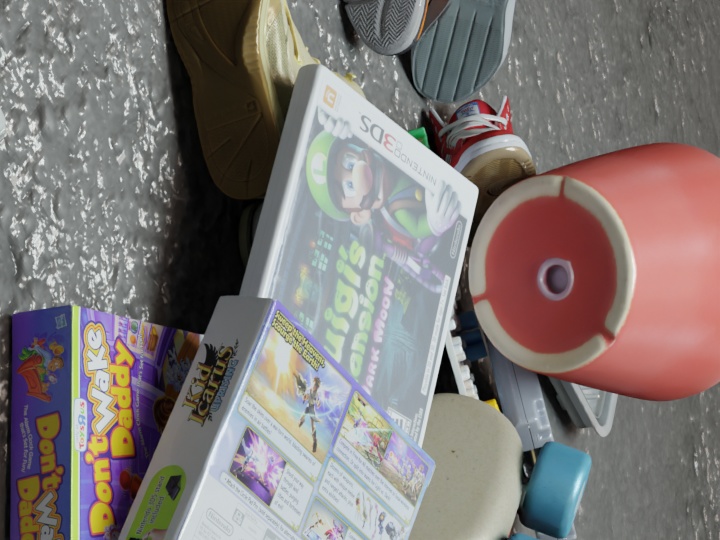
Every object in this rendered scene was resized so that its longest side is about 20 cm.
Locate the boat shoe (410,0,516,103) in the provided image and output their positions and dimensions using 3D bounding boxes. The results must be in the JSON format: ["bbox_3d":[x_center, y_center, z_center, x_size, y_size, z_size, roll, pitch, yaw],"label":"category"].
[{"bbox_3d":[0.093,-0.214,1.423,0.201,0.073,0.067,116,-7,-51],"label":"boat shoe"}]

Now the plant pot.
[{"bbox_3d":[0.185,0.002,1.369,0.176,0.199,0.203,-1,85,-53],"label":"plant pot"}]

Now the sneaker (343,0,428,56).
[{"bbox_3d":[0.037,-0.259,1.408,0.112,0.077,0.203,8,77,-60],"label":"sneaker"}]

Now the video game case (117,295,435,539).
[{"bbox_3d":[-0.046,0.143,1.049,0.200,0.045,0.183,48,55,-44],"label":"video game case"}]

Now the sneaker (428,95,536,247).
[{"bbox_3d":[0.093,-0.099,1.433,0.200,0.070,0.114,88,-6,-73],"label":"sneaker"}]

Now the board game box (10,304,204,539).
[{"bbox_3d":[-0.134,0.130,1.018,0.134,0.044,0.203,17,68,-57],"label":"board game box"}]

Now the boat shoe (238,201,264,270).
[{"bbox_3d":[-0.011,0.003,1.265,0.200,0.068,0.076,38,52,-54],"label":"boat shoe"}]

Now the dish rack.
[{"bbox_3d":[0.189,0.036,1.669,0.201,0.043,0.173,58,36,-39],"label":"dish rack"}]

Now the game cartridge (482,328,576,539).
[{"bbox_3d":[0.135,0.123,1.480,0.201,0.040,0.134,71,9,-49],"label":"game cartridge"}]

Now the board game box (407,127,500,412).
[{"bbox_3d":[0.066,0.008,1.370,0.200,0.026,0.202,-93,167,-71],"label":"board game box"}]

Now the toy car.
[{"bbox_3d":[0.042,0.205,1.266,0.177,0.182,0.202,-61,164,-48],"label":"toy car"}]

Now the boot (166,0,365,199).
[{"bbox_3d":[-0.056,-0.143,1.213,0.155,0.072,0.202,2,76,-66],"label":"boot"}]

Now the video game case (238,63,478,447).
[{"bbox_3d":[0.000,0.000,1.163,0.181,0.023,0.202,33,63,-44],"label":"video game case"}]

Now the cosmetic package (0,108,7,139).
[{"bbox_3d":[-0.251,-0.124,0.793,0.081,0.112,0.202,-55,134,-51],"label":"cosmetic package"}]
